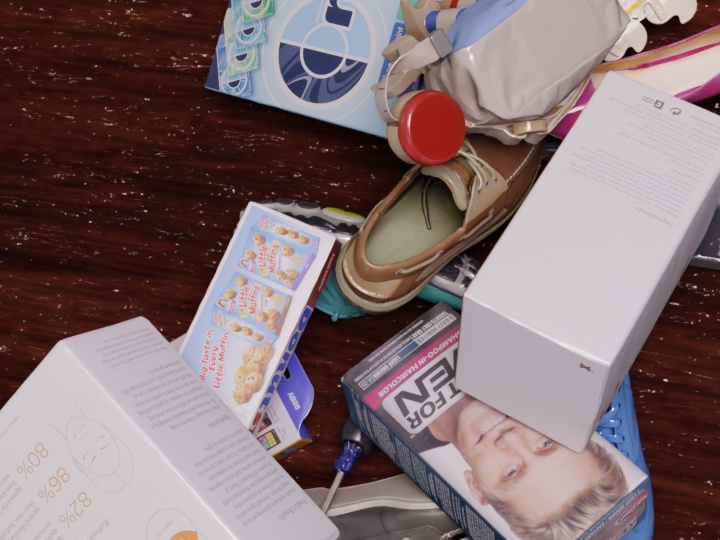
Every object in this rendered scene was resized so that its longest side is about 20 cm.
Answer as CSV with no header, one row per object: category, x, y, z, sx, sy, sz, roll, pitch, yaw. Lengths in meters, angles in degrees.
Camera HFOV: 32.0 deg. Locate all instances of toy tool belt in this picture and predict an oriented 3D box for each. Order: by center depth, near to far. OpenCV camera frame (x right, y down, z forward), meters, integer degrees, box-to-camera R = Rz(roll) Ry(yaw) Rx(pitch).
toy tool belt,0.074,-0.136,0.839,0.200,0.123,0.125,-41,111,-20

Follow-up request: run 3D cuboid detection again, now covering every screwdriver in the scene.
screwdriver,-0.021,0.154,0.887,0.028,0.029,0.200,-3,38,32

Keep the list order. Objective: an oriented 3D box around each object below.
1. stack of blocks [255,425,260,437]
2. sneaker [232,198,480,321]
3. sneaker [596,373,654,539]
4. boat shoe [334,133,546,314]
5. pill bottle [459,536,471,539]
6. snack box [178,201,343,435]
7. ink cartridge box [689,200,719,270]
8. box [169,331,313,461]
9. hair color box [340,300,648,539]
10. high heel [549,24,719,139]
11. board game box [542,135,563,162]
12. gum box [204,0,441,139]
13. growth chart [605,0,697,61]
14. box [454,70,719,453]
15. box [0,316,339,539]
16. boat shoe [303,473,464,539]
stack of blocks,-0.158,0.184,0.912,0.115,0.059,0.200,15,84,14
sneaker,0.000,0.000,0.953,0.200,0.078,0.080,13,112,11
sneaker,0.163,0.107,0.883,0.066,0.078,0.201,-10,79,9
boat shoe,0.064,-0.051,0.877,0.076,0.074,0.200,40,71,8
pill bottle,0.091,0.288,0.847,0.111,0.111,0.200,-33,75,5
snack box,-0.087,0.055,0.877,0.072,0.024,0.200,23,84,17
ink cartridge box,0.260,-0.051,0.909,0.200,0.039,0.100,9,81,14
box,-0.132,0.117,0.969,0.200,0.041,0.119,-30,75,4
hair color box,0.088,0.119,0.851,0.100,0.061,0.200,-37,55,-18
high heel,0.212,-0.141,0.871,0.200,0.096,0.067,-2,57,-5
board game box,0.111,-0.186,0.970,0.135,0.035,0.200,3,81,13
gum box,-0.009,-0.196,0.960,0.200,0.045,0.170,18,95,27
growth chart,0.155,-0.211,0.937,0.200,0.018,0.145,-29,76,6
box,0.152,-0.006,0.808,0.097,0.124,0.200,27,62,17
box,-0.143,0.157,0.806,0.200,0.106,0.152,47,109,9
boat shoe,0.019,0.186,0.913,0.200,0.067,0.057,-9,101,16
